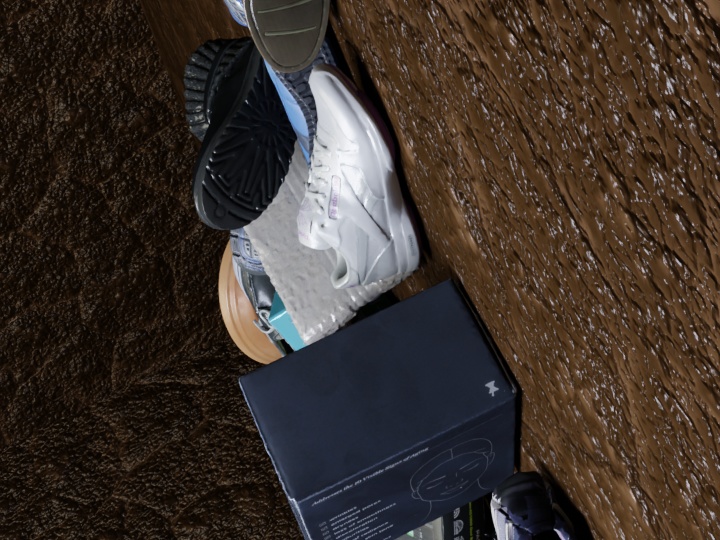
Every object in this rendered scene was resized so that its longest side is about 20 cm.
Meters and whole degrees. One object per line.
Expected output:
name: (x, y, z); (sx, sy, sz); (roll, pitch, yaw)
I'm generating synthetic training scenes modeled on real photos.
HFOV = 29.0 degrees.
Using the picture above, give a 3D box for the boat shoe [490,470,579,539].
boat shoe: (0.157, 0.269, 1.115); (0.093, 0.074, 0.202); (-113, 2, -73)

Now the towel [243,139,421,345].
towel: (-0.039, -0.041, 1.292); (0.034, 0.132, 0.201); (32, -156, -58)

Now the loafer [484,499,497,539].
loafer: (0.097, 0.243, 1.484); (0.202, 0.068, 0.070); (61, 163, 5)

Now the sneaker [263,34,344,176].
sneaker: (-0.030, -0.135, 1.226); (0.079, 0.065, 0.202); (-100, -12, -77)

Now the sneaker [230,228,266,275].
sneaker: (-0.105, -0.100, 1.500); (0.087, 0.073, 0.203); (-42, -43, -79)

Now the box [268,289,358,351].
box: (-0.042, 0.017, 1.466); (0.082, 0.049, 0.201); (50, -158, -21)

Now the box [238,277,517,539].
box: (0.021, 0.136, 1.176); (0.197, 0.198, 0.125); (80, 163, -63)

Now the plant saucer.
plant saucer: (-0.087, 0.015, 1.693); (0.037, 0.200, 0.202); (7, 128, 42)

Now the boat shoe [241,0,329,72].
boat shoe: (-0.071, -0.260, 1.104); (0.068, 0.071, 0.202); (-118, 16, -57)

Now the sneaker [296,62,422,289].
sneaker: (-0.015, -0.071, 1.157); (0.075, 0.099, 0.202); (-125, 14, -63)

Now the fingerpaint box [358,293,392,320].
fingerpaint box: (0.011, 0.089, 1.585); (0.200, 0.073, 0.168); (-124, 13, -64)

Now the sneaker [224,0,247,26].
sneaker: (-0.123, -0.298, 1.194); (0.085, 0.076, 0.202); (135, 116, -69)

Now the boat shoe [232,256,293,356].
boat shoe: (-0.088, 0.051, 1.606); (0.068, 0.073, 0.201); (-113, 3, -58)

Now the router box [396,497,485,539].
router box: (0.040, 0.219, 1.423); (0.199, 0.062, 0.152); (18, 118, 47)

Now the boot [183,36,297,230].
boot: (-0.126, -0.131, 1.308); (0.079, 0.213, 0.157); (34, 159, -31)
